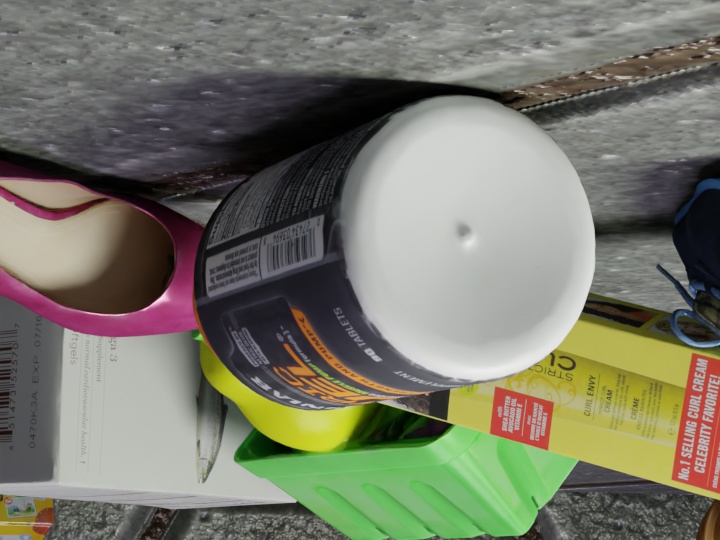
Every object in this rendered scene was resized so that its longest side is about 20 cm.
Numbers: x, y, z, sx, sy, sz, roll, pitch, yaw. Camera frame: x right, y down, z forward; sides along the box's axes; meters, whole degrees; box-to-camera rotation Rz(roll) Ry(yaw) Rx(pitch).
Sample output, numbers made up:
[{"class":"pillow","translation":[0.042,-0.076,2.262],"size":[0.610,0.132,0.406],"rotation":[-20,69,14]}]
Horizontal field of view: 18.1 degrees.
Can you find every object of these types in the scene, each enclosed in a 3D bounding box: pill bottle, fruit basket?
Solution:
[{"class":"pill bottle","translation":[0.000,0.000,0.890],"size":[0.106,0.106,0.200],"rotation":[5,171,-24]},{"class":"fruit basket","translation":[0.005,0.056,1.263],"size":[0.215,0.156,0.216],"rotation":[28,146,20]}]

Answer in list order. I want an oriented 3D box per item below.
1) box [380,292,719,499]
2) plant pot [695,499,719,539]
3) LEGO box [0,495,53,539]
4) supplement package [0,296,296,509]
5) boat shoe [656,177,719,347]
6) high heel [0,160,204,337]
[{"class":"box","translation":[0.097,0.048,1.094],"size":[0.200,0.075,0.050],"rotation":[15,-161,22]},{"class":"plant pot","translation":[0.481,0.293,2.477],"size":[0.200,0.200,0.183],"rotation":[1,155,-2]},{"class":"LEGO box","translation":[-0.505,0.318,2.861],"size":[0.200,0.077,0.149],"rotation":[5,146,-22]},{"class":"supplement package","translation":[-0.145,0.081,1.373],"size":[0.117,0.117,0.200],"rotation":[-7,168,41]},{"class":"boat shoe","translation":[0.169,0.004,1.012],"size":[0.084,0.069,0.200],"rotation":[-2,172,16]},{"class":"high heel","translation":[-0.118,-0.011,0.960],"size":[0.200,0.067,0.096],"rotation":[22,171,-31]}]
